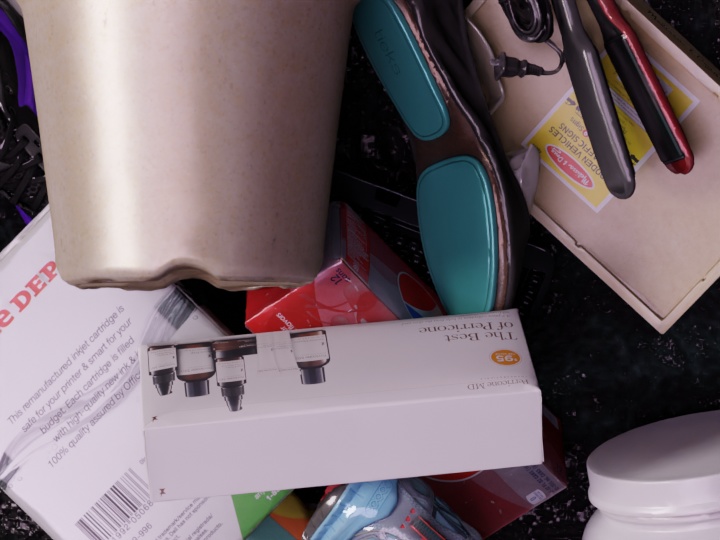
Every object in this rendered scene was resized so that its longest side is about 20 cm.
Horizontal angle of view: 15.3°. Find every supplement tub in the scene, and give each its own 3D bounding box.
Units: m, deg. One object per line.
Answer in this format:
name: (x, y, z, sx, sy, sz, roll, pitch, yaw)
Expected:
supplement tub: (0.198, 0.187, 1.435, 0.145, 0.145, 0.200, -8, 102, 18)

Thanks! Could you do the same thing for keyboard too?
keyboard: (0.000, 0.000, 1.476, 0.200, 0.040, 0.104, 21, 134, 2)

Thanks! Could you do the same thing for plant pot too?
plant pot: (-0.088, -0.083, 1.351, 0.200, 0.200, 0.184, -1, 87, 16)

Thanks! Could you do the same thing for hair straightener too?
hair straightener: (0.101, -0.128, 1.391, 0.077, 0.041, 0.200, -25, 97, -14)

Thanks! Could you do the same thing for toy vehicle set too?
toy vehicle set: (0.133, -0.078, 1.446, 0.200, 0.027, 0.124, 43, 111, 2)

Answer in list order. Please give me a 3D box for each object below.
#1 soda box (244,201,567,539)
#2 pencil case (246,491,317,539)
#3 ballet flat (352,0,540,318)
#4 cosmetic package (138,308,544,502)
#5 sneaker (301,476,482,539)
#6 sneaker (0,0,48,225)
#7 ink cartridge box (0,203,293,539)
soda box: (0.026, 0.056, 1.454, 0.070, 0.063, 0.200, -33, 118, 21)
pencil case: (-0.100, 0.117, 1.538, 0.200, 0.088, 0.088, 43, 111, 0)
ballet flat: (0.058, -0.069, 1.416, 0.068, 0.068, 0.200, -8, 101, 53)
cosmetic package: (-0.011, 0.067, 1.367, 0.200, 0.083, 0.051, -6, 123, -4)
sneaker: (0.022, 0.161, 1.448, 0.096, 0.200, 0.079, 32, 79, 10)
sneaker: (-0.193, -0.066, 1.503, 0.070, 0.100, 0.200, -30, 94, 23)
ink cartridge box: (-0.133, 0.072, 1.450, 0.147, 0.083, 0.200, -45, 93, -1)
